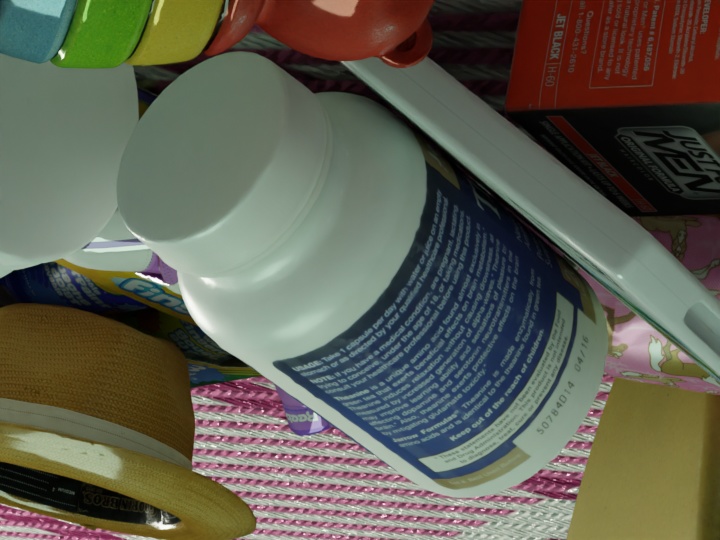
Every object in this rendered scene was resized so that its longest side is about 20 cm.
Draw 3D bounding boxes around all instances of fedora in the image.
[{"bbox_3d":[-0.132,0.066,1.305,0.200,0.082,0.201,14,167,3],"label":"fedora"}]

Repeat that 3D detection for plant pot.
[{"bbox_3d":[0.205,0.124,1.332,0.199,0.177,0.200,6,163,-17],"label":"plant pot"}]

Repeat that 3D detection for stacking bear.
[{"bbox_3d":[-0.067,-0.118,0.945,0.199,0.122,0.114,8,160,-15],"label":"stacking bear"}]

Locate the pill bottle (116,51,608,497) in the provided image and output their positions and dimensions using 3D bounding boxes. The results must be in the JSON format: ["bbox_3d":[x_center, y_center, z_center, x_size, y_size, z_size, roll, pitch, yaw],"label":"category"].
[{"bbox_3d":[0.000,0.000,1.108,0.111,0.111,0.200,-5,149,40],"label":"pill bottle"}]

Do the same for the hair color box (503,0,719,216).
[{"bbox_3d":[0.164,-0.066,1.020,0.200,0.061,0.101,-2,157,32],"label":"hair color box"}]

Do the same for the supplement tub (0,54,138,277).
[{"bbox_3d":[-0.201,-0.058,1.125,0.200,0.141,0.140,-4,156,38],"label":"supplement tub"}]

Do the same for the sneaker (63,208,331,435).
[{"bbox_3d":[-0.041,0.016,1.196,0.200,0.115,0.073,1,-168,-29],"label":"sneaker"}]

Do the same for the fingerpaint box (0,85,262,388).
[{"bbox_3d":[-0.105,-0.014,1.298,0.200,0.074,0.167,25,157,-35],"label":"fingerpaint box"}]

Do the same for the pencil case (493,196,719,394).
[{"bbox_3d":[0.143,0.016,1.228,0.199,0.087,0.083,9,169,13],"label":"pencil case"}]

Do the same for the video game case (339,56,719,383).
[{"bbox_3d":[0.077,-0.023,1.088,0.200,0.024,0.182,41,-178,38],"label":"video game case"}]
